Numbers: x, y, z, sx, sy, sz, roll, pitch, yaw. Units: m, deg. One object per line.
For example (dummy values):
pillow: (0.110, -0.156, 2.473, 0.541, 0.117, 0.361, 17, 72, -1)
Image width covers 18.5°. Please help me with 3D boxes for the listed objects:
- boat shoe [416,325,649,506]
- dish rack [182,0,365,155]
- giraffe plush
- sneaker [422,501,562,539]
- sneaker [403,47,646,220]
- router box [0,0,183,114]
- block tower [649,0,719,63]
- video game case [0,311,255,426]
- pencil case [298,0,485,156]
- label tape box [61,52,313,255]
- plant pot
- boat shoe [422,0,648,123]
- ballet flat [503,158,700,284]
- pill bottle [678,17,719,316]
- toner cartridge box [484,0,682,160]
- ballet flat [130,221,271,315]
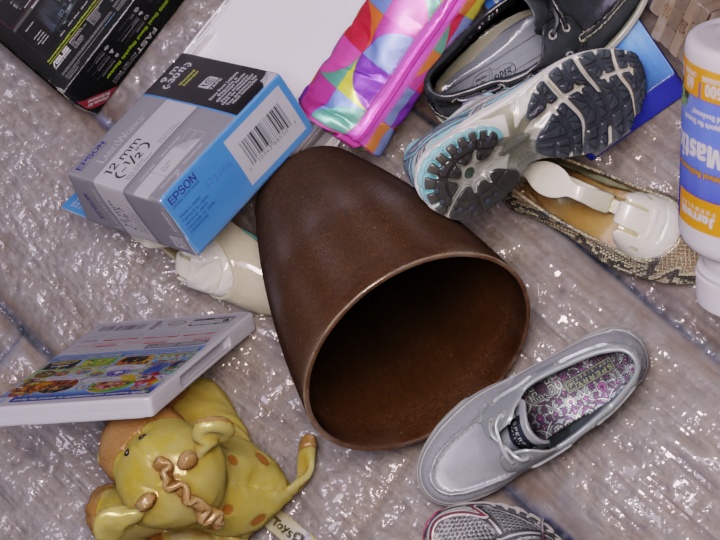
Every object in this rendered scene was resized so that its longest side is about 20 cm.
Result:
boat shoe: (0.123, 0.108, 1.624, 0.200, 0.072, 0.070, -35, 90, 9)
dish rack: (-0.052, -0.191, 1.813, 0.172, 0.044, 0.200, 42, 92, 28)
giraffe plush: (-0.140, 0.160, 1.679, 0.199, 0.162, 0.174, 17, 82, 27)
sneaker: (0.131, 0.224, 1.591, 0.199, 0.075, 0.081, 27, 86, 26)
sneaker: (0.117, -0.116, 1.639, 0.199, 0.078, 0.086, -27, 27, -13)
router box: (-0.229, -0.257, 1.897, 0.150, 0.062, 0.200, 40, 93, 27)
block tower: (0.301, -0.146, 1.630, 0.200, 0.058, 0.054, 48, 139, 27)
video game case: (-0.183, 0.075, 1.715, 0.142, 0.200, 0.018, -5, 105, 22)
pencil case: (0.035, -0.185, 1.714, 0.088, 0.088, 0.200, 43, 107, 27)
label tape box: (-0.153, -0.099, 1.742, 0.199, 0.066, 0.143, 18, 60, 48)
plant pot: (0.000, 0.000, 1.672, 0.187, 0.187, 0.200, -41, 49, 7)
boat shoe: (0.129, -0.182, 1.670, 0.199, 0.066, 0.075, -30, 65, 14)
ballet flat: (0.180, -0.045, 1.651, 0.199, 0.075, 0.068, 26, 85, 27)
pill bottle: (0.280, -0.070, 1.554, 0.111, 0.112, 0.201, 11, 116, 25)
toner cartridge box: (0.162, -0.194, 1.721, 0.095, 0.043, 0.201, -35, 64, 10)
ballet flat: (-0.139, -0.021, 1.784, 0.200, 0.069, 0.070, 39, 92, 32)
